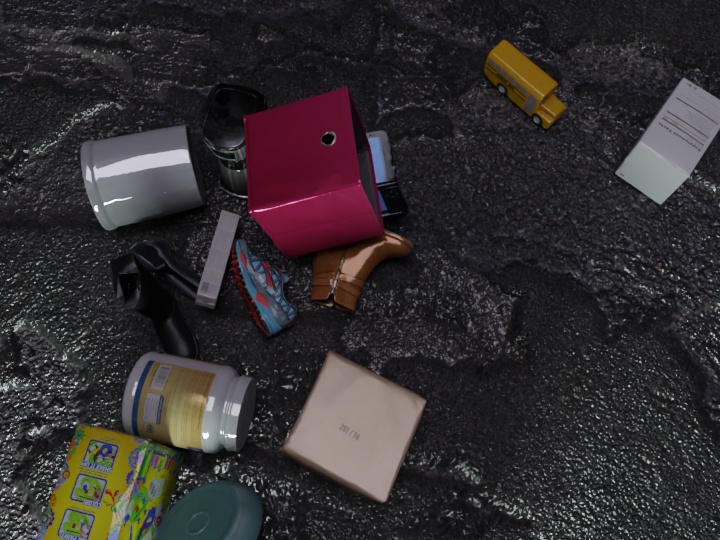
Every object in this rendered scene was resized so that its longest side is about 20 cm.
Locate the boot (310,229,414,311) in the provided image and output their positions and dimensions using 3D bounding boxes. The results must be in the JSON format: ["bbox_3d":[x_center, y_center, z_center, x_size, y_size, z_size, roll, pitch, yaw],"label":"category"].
[{"bbox_3d":[0.000,0.000,1.151,0.193,0.077,0.160,8,67,5],"label":"boot"}]

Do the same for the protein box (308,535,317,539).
[{"bbox_3d":[-0.134,0.514,0.888,0.195,0.199,0.138,-21,73,-9],"label":"protein box"}]

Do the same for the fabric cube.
[{"bbox_3d":[-0.080,-0.168,1.065,0.193,0.201,0.202,-12,66,10],"label":"fabric cube"}]

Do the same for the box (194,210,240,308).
[{"bbox_3d":[-0.274,-0.024,1.149,0.040,0.039,0.205,15,54,-14],"label":"box"}]

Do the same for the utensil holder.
[{"bbox_3d":[-0.418,-0.185,1.173,0.194,0.171,0.175,-13,69,-9],"label":"utensil holder"}]

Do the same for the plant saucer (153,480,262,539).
[{"bbox_3d":[-0.252,0.410,0.949,0.194,0.037,0.202,-16,30,9],"label":"plant saucer"}]

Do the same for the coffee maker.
[{"bbox_3d":[-0.239,-0.274,1.188,0.130,0.201,0.198,-7,69,-5],"label":"coffee maker"}]

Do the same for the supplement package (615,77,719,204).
[{"bbox_3d":[0.647,-0.267,1.240,0.119,0.122,0.201,37,73,12],"label":"supplement package"}]

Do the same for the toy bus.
[{"bbox_3d":[0.364,-0.408,1.313,0.065,0.079,0.200,-39,74,-15],"label":"toy bus"}]

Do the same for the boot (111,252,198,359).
[{"bbox_3d":[-0.359,0.076,1.052,0.065,0.201,0.167,-29,72,-12],"label":"boot"}]

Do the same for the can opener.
[{"bbox_3d":[-0.356,0.010,1.157,0.198,0.064,0.079,35,45,2],"label":"can opener"}]

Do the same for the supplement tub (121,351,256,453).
[{"bbox_3d":[-0.289,0.228,1.025,0.193,0.145,0.149,10,69,4],"label":"supplement tub"}]

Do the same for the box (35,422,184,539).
[{"bbox_3d":[-0.385,0.365,0.942,0.118,0.201,0.198,11,68,4],"label":"box"}]

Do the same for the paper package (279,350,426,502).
[{"bbox_3d":[-0.009,0.273,1.035,0.195,0.104,0.194,24,71,9],"label":"paper package"}]

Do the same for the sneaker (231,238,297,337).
[{"bbox_3d":[-0.185,0.026,1.154,0.093,0.080,0.204,-20,75,-26],"label":"sneaker"}]

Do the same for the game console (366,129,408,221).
[{"bbox_3d":[-0.016,-0.180,1.195,0.194,0.119,0.178,-11,35,-4],"label":"game console"}]
